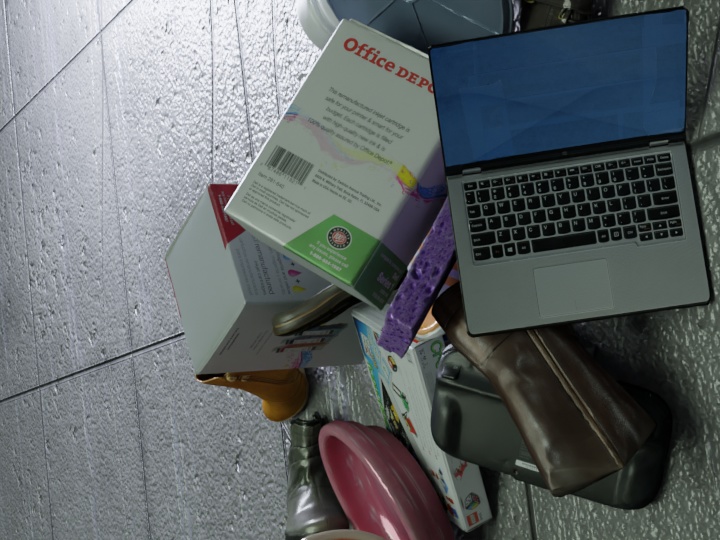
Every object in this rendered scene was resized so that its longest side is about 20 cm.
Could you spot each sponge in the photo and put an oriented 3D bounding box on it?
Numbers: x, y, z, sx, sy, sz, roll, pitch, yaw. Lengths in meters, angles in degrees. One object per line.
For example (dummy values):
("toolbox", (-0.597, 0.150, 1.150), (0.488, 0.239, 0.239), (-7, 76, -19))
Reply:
("sponge", (0.072, -0.030, 1.199), (0.201, 0.030, 0.112), (-61, -5, -13))

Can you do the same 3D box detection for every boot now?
("boot", (-0.123, 0.118, 1.678), (0.201, 0.143, 0.071), (-52, 48, 50))
("boot", (0.169, -0.191, 1.199), (0.200, 0.069, 0.175), (42, 129, 55))
("boot", (0.179, 0.060, 1.144), (0.200, 0.186, 0.064), (53, 174, 31))
("boot", (-0.056, 0.223, 1.603), (0.200, 0.067, 0.132), (177, 90, -81))

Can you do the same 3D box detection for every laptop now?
("laptop", (0.156, -0.067, 1.082), (0.116, 0.186, 0.201), (54, -151, -81))

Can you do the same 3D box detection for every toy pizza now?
("toy pizza", (0.047, -0.249, 1.268), (0.199, 0.032, 0.201), (26, 142, 22))

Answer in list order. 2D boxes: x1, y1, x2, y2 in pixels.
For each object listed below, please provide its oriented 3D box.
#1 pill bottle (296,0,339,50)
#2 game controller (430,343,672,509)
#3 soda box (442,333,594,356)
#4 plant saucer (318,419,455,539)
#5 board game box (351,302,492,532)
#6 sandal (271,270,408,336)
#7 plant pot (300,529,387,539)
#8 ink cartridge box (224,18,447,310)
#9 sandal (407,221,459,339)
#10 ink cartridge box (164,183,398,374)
("pill bottle", (0.025, -0.280, 1.389), (0.200, 0.119, 0.120), (-27, 68, 55))
("game controller", (0.150, 0.126, 1.197), (0.199, 0.042, 0.105), (15, 118, 22))
("soda box", (0.120, 0.057, 1.310), (0.200, 0.068, 0.064), (39, 127, 54))
("plant saucer", (0.031, 0.229, 1.444), (0.201, 0.051, 0.201), (52, 159, 28))
("board game box", (0.057, 0.134, 1.389), (0.126, 0.034, 0.201), (30, 140, 59))
("sandal", (0.000, 0.000, 1.403), (0.055, 0.199, 0.082), (63, -174, 11))
("plant pot", (-0.013, 0.360, 1.407), (0.200, 0.200, 0.178), (37, 141, 54))
("ink cartridge box", (0.002, -0.092, 1.262), (0.144, 0.084, 0.201), (30, 85, 25))
("sandal", (0.084, -0.042, 1.295), (0.079, 0.059, 0.207), (29, 90, 54))
("ink cartridge box", (-0.074, 0.007, 1.526), (0.145, 0.199, 0.146), (-52, 49, 46))
